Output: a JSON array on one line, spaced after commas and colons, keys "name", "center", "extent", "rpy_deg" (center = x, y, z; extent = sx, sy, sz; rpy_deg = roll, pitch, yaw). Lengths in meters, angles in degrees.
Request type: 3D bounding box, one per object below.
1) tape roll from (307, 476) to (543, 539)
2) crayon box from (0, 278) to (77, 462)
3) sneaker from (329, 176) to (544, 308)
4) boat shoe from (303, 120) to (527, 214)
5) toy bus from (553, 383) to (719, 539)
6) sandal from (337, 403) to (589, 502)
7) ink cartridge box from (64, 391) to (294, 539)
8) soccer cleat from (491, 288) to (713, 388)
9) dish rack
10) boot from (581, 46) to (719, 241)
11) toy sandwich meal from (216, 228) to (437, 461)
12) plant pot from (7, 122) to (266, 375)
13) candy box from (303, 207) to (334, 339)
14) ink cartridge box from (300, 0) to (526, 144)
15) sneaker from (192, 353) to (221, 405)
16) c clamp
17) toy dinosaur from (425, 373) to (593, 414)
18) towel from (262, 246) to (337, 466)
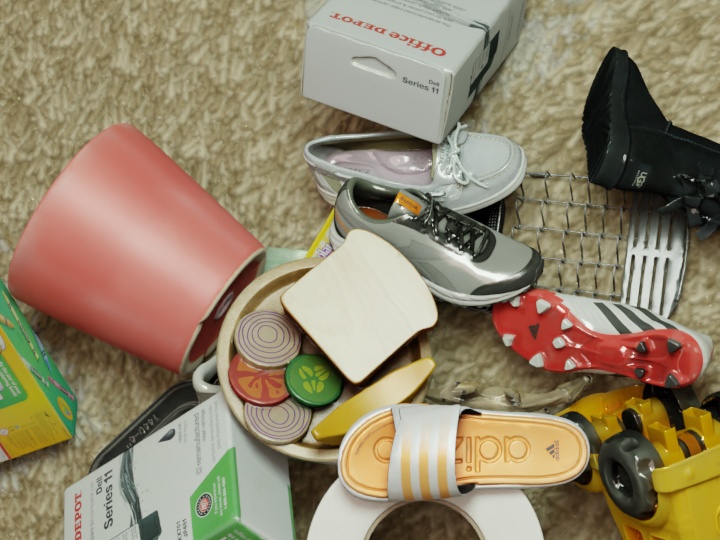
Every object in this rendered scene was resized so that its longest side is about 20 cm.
[{"name": "tape roll", "center": [0.056, 0.246, 1.411], "extent": [0.201, 0.139, 0.204], "rpy_deg": [0, 84, 3]}, {"name": "crayon box", "center": [-0.359, 0.089, 1.527], "extent": [0.118, 0.201, 0.058], "rpy_deg": [-19, 36, 8]}, {"name": "sneaker", "center": [0.064, -0.027, 1.446], "extent": [0.199, 0.080, 0.074], "rpy_deg": [16, 48, 14]}, {"name": "boat shoe", "center": [0.049, -0.096, 1.487], "extent": [0.201, 0.065, 0.075], "rpy_deg": [2, 63, 19]}, {"name": "toy bus", "center": [0.262, 0.200, 1.392], "extent": [0.135, 0.200, 0.193], "rpy_deg": [-20, 105, -22]}, {"name": "sandal", "center": [0.084, 0.142, 1.319], "extent": [0.205, 0.059, 0.080], "rpy_deg": [-4, 82, 0]}, {"name": "ink cartridge box", "center": [-0.161, 0.219, 1.424], "extent": [0.200, 0.083, 0.147], "rpy_deg": [-33, 41, 21]}, {"name": "soccer cleat", "center": [0.211, 0.057, 1.435], "extent": [0.199, 0.085, 0.069], "rpy_deg": [12, 104, 28]}, {"name": "dish rack", "center": [0.197, -0.025, 1.498], "extent": [0.199, 0.055, 0.154], "rpy_deg": [6, 80, 13]}, {"name": "boot", "center": [0.285, -0.111, 1.475], "extent": [0.162, 0.074, 0.199], "rpy_deg": [19, 37, -8]}, {"name": "toy sandwich meal", "center": [-0.023, 0.063, 1.389], "extent": [0.204, 0.070, 0.206], "rpy_deg": [2, 67, -3]}, {"name": "plant pot", "center": [-0.196, -0.010, 1.520], "extent": [0.177, 0.200, 0.201], "rpy_deg": [33, 87, 7]}, {"name": "candy box", "center": [0.000, 0.000, 1.497], "extent": [0.102, 0.026, 0.200], "rpy_deg": [20, 53, 11]}, {"name": "ink cartridge box", "center": [0.051, -0.216, 1.500], "extent": [0.146, 0.083, 0.200], "rpy_deg": [21, 42, 16]}, {"name": "sneaker", "center": [-0.065, 0.070, 1.493], "extent": [0.199, 0.087, 0.075], "rpy_deg": [-34, 66, -4]}, {"name": "c clamp", "center": [-0.175, 0.209, 1.540], "extent": [0.200, 0.027, 0.171], "rpy_deg": [-48, 63, 7]}, {"name": "toy dinosaur", "center": [0.103, 0.117, 1.452], "extent": [0.199, 0.101, 0.059], "rpy_deg": [2, 98, 18]}, {"name": "towel", "center": [-0.031, 0.081, 1.542], "extent": [0.152, 0.023, 0.201], "rpy_deg": [5, 80, 14]}]
